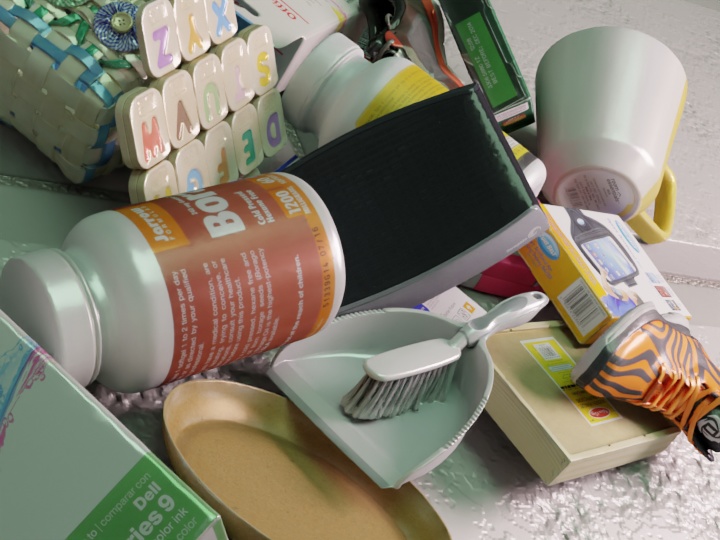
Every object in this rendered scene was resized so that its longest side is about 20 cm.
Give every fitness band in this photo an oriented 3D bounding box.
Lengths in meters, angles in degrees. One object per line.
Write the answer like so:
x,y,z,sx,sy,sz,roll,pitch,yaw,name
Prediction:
0.091,-0.045,1.140,0.198,0.038,0.145,16,38,-26,fitness band

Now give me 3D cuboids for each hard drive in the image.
0.022,-0.043,0.940,0.136,0.198,0.042,64,-1,10,hard drive

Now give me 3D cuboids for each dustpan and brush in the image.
0.054,0.058,0.895,0.199,0.058,0.139,-15,42,-39,dustpan and brush

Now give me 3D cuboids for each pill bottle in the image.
-0.116,0.010,0.824,0.198,0.113,0.113,-17,57,-37,pill bottle
0.037,-0.094,1.027,0.199,0.113,0.112,39,35,9,pill bottle

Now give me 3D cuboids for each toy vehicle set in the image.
0.157,0.094,1.002,0.199,0.027,0.125,0,46,-54,toy vehicle set

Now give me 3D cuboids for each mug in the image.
0.248,-0.119,1.262,0.185,0.150,0.154,22,51,-9,mug

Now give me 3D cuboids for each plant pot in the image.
-0.034,0.133,0.784,0.199,0.028,0.200,30,14,-8,plant pot

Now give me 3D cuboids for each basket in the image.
-0.178,-0.170,0.979,0.176,0.140,0.200,36,44,5,basket

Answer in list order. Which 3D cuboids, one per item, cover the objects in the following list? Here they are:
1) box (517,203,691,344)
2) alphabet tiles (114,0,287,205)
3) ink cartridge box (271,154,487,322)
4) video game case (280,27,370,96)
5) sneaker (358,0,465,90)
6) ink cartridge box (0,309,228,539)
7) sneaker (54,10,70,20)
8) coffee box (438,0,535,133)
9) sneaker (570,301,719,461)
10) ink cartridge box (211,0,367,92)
0.212,0.004,1.138,0.199,0.041,0.120,0,52,-54,box
-0.106,-0.103,0.934,0.014,0.198,0.200,5,26,24,alphabet tiles
0.000,0.000,1.006,0.200,0.037,0.095,41,35,2,ink cartridge box
-0.014,-0.186,1.234,0.198,0.026,0.182,18,37,-23,video game case
0.038,-0.162,1.128,0.081,0.077,0.202,13,47,-39,sneaker
-0.163,0.096,0.654,0.199,0.146,0.088,39,74,10,ink cartridge box
-0.257,-0.240,1.044,0.075,0.091,0.200,31,33,3,sneaker
0.119,-0.193,1.222,0.200,0.044,0.124,-13,80,-81,coffee box
0.240,0.088,1.001,0.112,0.078,0.199,49,27,23,sneaker
-0.078,-0.224,1.143,0.117,0.068,0.200,40,34,7,ink cartridge box
